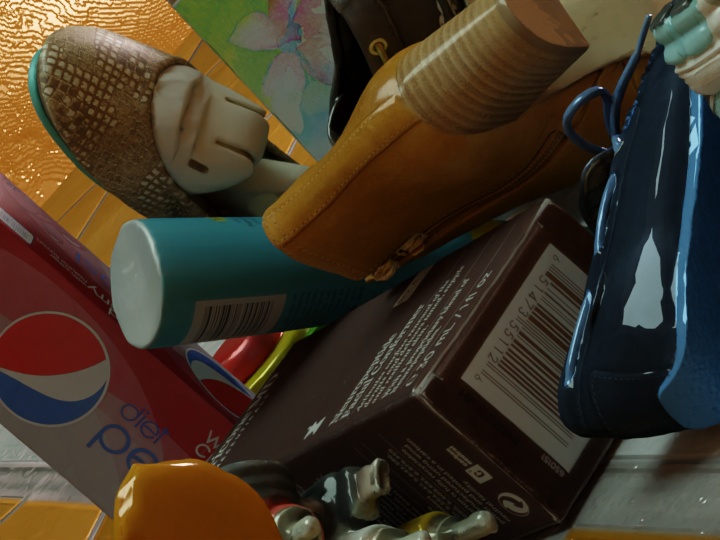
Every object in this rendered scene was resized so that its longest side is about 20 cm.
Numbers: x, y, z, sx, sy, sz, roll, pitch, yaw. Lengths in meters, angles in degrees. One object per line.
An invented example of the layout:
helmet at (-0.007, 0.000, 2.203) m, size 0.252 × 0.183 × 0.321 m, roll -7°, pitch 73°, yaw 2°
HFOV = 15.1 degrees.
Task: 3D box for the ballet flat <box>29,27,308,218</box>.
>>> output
ballet flat at (-0.055, -0.044, 1.119) m, size 0.065 × 0.200 × 0.071 m, roll -7°, pitch 63°, yaw 30°

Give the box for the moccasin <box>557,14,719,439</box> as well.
moccasin at (0.100, -0.029, 0.912) m, size 0.068 × 0.080 × 0.200 m, roll -21°, pitch 31°, yaw 34°

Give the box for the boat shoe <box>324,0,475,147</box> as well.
boat shoe at (0.014, -0.066, 1.090) m, size 0.061 × 0.072 × 0.201 m, roll -23°, pitch -28°, yaw -13°

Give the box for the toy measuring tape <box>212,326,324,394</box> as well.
toy measuring tape at (-0.056, 0.070, 1.257) m, size 0.200 × 0.074 × 0.074 m, roll -35°, pitch 17°, yaw 48°

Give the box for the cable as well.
cable at (-0.035, 0.115, 0.975) m, size 0.200 × 0.097 × 0.050 m, roll 132°, pitch 137°, yaw -54°

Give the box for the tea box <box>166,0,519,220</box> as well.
tea box at (0.051, -0.142, 1.205) m, size 0.200 × 0.197 × 0.134 m, roll -42°, pitch 3°, yaw 29°

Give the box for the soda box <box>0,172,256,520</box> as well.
soda box at (-0.102, 0.053, 1.140) m, size 0.070 × 0.200 × 0.063 m, roll -46°, pitch 12°, yaw 10°

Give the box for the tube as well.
tube at (0.000, 0.000, 1.098) m, size 0.200 × 0.050 × 0.077 m, roll -3°, pitch -7°, yaw -28°

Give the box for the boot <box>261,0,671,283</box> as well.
boot at (0.062, -0.052, 1.027) m, size 0.201 × 0.071 × 0.144 m, roll -2°, pitch -33°, yaw -50°

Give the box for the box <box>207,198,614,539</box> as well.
box at (0.020, 0.056, 1.007) m, size 0.100 × 0.075 × 0.200 m, roll -55°, pitch 11°, yaw -32°

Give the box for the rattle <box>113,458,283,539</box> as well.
rattle at (-0.062, 0.133, 0.902) m, size 0.130 × 0.143 × 0.200 m, roll -64°, pitch 19°, yaw -7°

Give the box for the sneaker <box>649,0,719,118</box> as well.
sneaker at (0.177, -0.083, 0.882) m, size 0.200 × 0.086 × 0.078 m, roll -30°, pitch 1°, yaw -35°
